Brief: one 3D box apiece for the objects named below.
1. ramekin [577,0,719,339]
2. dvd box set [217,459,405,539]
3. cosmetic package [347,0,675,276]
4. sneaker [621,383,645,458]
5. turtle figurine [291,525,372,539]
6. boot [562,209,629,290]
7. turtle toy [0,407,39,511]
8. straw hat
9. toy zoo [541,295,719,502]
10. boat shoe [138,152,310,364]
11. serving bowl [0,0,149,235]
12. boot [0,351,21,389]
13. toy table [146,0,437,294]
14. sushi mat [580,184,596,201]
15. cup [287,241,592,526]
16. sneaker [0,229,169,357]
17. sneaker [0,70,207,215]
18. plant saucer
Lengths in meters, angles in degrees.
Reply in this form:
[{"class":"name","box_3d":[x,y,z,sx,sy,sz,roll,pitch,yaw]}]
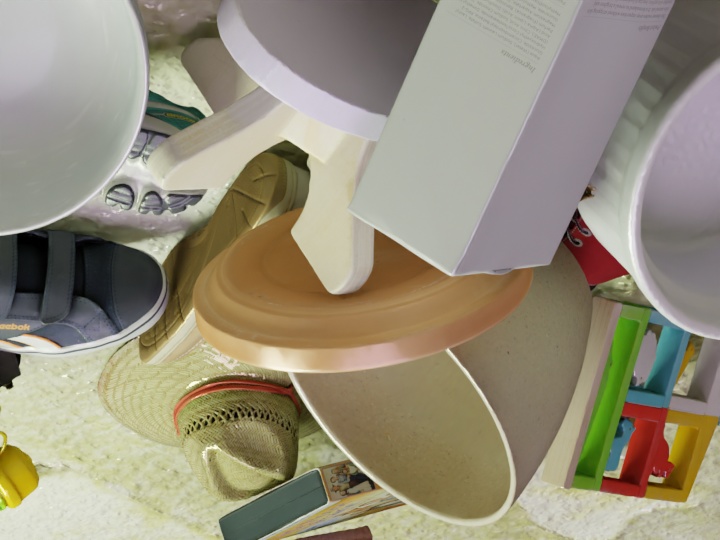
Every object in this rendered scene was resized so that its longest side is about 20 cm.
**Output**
[{"class":"ramekin","box_3d":[0.220,-0.069,1.600,0.200,0.098,0.201,-14,122,-23]},{"class":"dvd box set","box_3d":[0.016,0.152,1.954,0.200,0.029,0.146,-11,167,-37]},{"class":"cosmetic package","box_3d":[0.086,-0.101,1.435,0.113,0.081,0.200,-3,123,-59]},{"class":"sneaker","box_3d":[0.136,0.070,1.890,0.200,0.081,0.076,22,140,-36]},{"class":"turtle figurine","box_3d":[-0.073,0.270,2.001,0.200,0.144,0.194,-13,180,43]},{"class":"boot","box_3d":[0.139,-0.040,1.730,0.144,0.073,0.200,-17,150,18]},{"class":"turtle toy","box_3d":[-0.304,0.112,1.743,0.146,0.101,0.200,-38,138,-17]},{"class":"straw hat","box_3d":[-0.084,0.115,1.910,0.201,0.085,0.201,-5,148,-3]},{"class":"toy zoo","box_3d":[0.202,0.093,1.881,0.020,0.131,0.200,18,-177,37]},{"class":"boat shoe","box_3d":[-0.077,0.004,1.747,0.069,0.074,0.200,18,140,-25]},{"class":"serving bowl","box_3d":[-0.209,-0.122,1.479,0.200,0.066,0.200,2,115,3]},{"class":"boot","box_3d":[-0.290,0.092,1.849,0.138,0.078,0.200,-8,149,-8]},{"class":"toy table","box_3d":[-0.026,-0.092,1.527,0.200,0.184,0.117,10,133,-41]},{"class":"sushi mat","box_3d":[0.059,-0.052,1.630,0.095,0.012,0.200,0,-175,-19]},{"class":"cup","box_3d":[0.064,0.040,1.723,0.143,0.200,0.200,-42,162,-29]},{"class":"sneaker","box_3d":[-0.222,0.009,1.720,0.200,0.079,0.079,-4,154,-3]},{"class":"sneaker","box_3d":[-0.178,-0.090,1.575,0.200,0.080,0.078,20,122,-10]},{"class":"plant saucer","box_3d":[0.000,0.000,1.589,0.200,0.200,0.032,-8,114,1]}]
